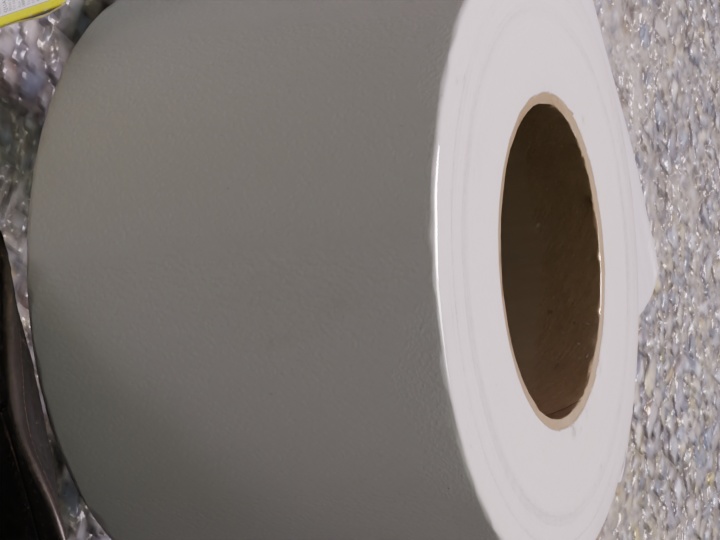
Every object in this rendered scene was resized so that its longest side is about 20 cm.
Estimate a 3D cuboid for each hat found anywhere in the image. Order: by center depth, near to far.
[{"bbox_3d":[-0.142,0.086,0.695,0.081,0.201,0.202,-9,97,-15],"label":"hat"}]

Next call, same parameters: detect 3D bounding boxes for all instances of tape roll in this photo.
[{"bbox_3d":[0.000,0.000,0.726,0.203,0.139,0.204,-4,90,-66],"label":"tape roll"}]

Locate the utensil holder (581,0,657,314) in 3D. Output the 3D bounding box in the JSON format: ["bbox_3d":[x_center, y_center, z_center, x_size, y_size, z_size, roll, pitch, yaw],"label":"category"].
[{"bbox_3d":[0.023,-0.067,0.904,0.170,0.169,0.201,-51,131,-46],"label":"utensil holder"}]

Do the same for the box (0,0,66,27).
[{"bbox_3d":[-0.186,-0.104,0.624,0.199,0.048,0.118,-25,124,-32],"label":"box"}]
